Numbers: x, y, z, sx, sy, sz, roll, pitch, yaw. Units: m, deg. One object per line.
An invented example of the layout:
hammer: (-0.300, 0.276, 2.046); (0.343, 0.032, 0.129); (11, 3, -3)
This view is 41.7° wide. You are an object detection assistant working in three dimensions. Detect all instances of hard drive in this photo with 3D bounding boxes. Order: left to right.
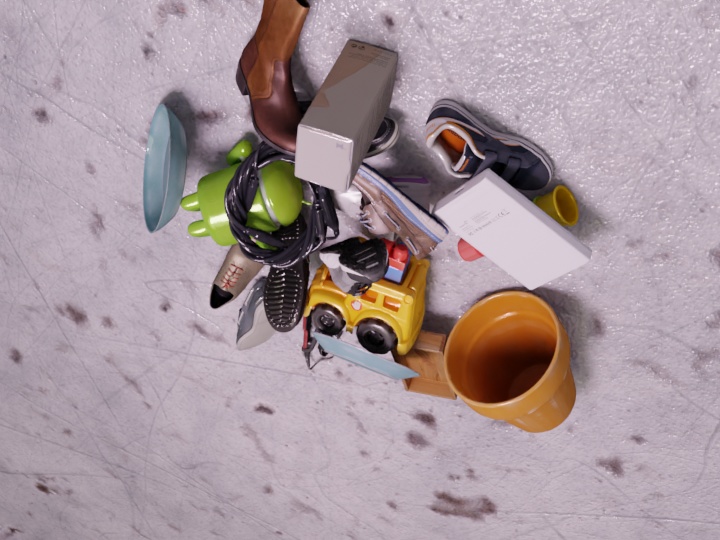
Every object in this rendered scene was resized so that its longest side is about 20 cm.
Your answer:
hard drive: (0.214, -0.055, 1.347); (0.199, 0.027, 0.131); (36, 146, -17)

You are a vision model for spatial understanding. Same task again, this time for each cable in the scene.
cable: (-0.123, -0.101, 1.403); (0.160, 0.051, 0.202); (-18, 123, 2)

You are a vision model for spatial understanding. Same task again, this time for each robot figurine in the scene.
robot figurine: (-0.178, -0.110, 1.482); (0.196, 0.116, 0.179); (-17, 87, 8)

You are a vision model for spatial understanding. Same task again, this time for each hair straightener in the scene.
hair straightener: (-0.072, 0.123, 1.736); (0.076, 0.041, 0.202); (19, 137, 8)

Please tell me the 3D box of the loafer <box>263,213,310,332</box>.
loafer: (-0.108, 0.001, 1.544); (0.072, 0.204, 0.071); (3, 173, 23)

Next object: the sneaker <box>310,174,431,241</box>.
sneaker: (0.013, -0.093, 1.442); (0.196, 0.075, 0.102); (2, 104, 25)

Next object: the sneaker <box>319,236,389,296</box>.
sneaker: (0.000, 0.000, 1.383); (0.081, 0.073, 0.200); (70, 166, -11)

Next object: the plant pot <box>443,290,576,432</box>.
plant pot: (0.260, 0.167, 1.526); (0.197, 0.203, 0.183); (-8, 143, 31)

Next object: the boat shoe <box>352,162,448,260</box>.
boat shoe: (0.035, -0.086, 1.353); (0.199, 0.072, 0.073); (37, 98, -16)

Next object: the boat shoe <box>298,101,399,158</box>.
boat shoe: (-0.039, -0.209, 1.373); (0.196, 0.076, 0.062); (10, 157, 23)

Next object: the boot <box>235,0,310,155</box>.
boot: (-0.096, -0.284, 1.290); (0.067, 0.191, 0.201); (-7, 147, -30)

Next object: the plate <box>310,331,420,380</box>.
plate: (0.005, 0.148, 1.576); (0.197, 0.026, 0.200); (21, 174, 2)

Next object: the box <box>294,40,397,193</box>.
box: (-0.017, -0.210, 1.270); (0.076, 0.202, 0.096); (18, 137, 8)

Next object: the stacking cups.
stacking cups: (0.227, -0.067, 1.407); (0.198, 0.061, 0.061); (-21, 120, 44)

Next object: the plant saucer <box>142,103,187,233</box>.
plant saucer: (-0.307, -0.159, 1.490); (0.035, 0.203, 0.201); (4, 144, -24)

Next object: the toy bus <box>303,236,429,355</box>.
toy bus: (0.014, 0.014, 1.525); (0.196, 0.137, 0.194); (19, 133, 10)

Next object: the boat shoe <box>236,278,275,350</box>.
boat shoe: (-0.194, 0.085, 1.760); (0.063, 0.072, 0.201); (64, 150, 21)

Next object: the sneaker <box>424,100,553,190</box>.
sneaker: (0.175, -0.155, 1.323); (0.197, 0.080, 0.079); (27, 137, -4)

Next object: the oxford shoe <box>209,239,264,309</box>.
oxford shoe: (-0.214, 0.002, 1.662); (0.070, 0.075, 0.201); (29, 137, -4)

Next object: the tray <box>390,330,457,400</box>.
tray: (0.113, 0.163, 1.652); (0.097, 0.038, 0.201); (9, 151, 18)
